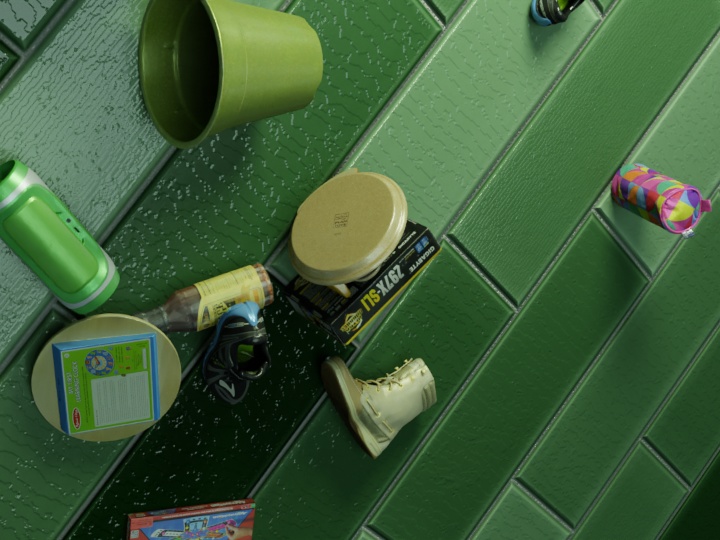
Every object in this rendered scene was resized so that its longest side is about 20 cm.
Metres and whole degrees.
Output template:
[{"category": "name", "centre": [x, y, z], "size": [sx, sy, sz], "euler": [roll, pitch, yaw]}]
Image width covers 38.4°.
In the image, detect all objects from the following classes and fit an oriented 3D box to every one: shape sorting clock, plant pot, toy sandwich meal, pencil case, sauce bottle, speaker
[{"category": "shape sorting clock", "centre": [-0.341, 0.145, 1.391], "size": [0.197, 0.039, 0.203], "euler": [-11, 122, -17]}, {"category": "plant pot", "centre": [-0.154, -0.265, 1.322], "size": [0.188, 0.199, 0.204], "euler": [-11, 111, -39]}, {"category": "toy sandwich meal", "centre": [-0.016, -0.053, 1.449], "size": [0.206, 0.204, 0.070], "euler": [-48, 138, -9]}, {"category": "pencil case", "centre": [0.495, -0.121, 1.723], "size": [0.087, 0.200, 0.090], "euler": [-4, 109, -13]}, {"category": "sauce bottle", "centre": [-0.219, 0.049, 1.437], "size": [0.197, 0.066, 0.067], "euler": [-21, 115, -19]}, {"category": "speaker", "centre": [-0.392, -0.040, 1.296], "size": [0.088, 0.088, 0.201], "euler": [-43, 121, -12]}]

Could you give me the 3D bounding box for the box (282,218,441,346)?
[{"category": "box", "centre": [0.000, 0.000, 1.494], "size": [0.200, 0.159, 0.050], "euler": [-45, 121, -12]}]

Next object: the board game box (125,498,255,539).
[{"category": "board game box", "centre": [-0.255, 0.404, 1.551], "size": [0.197, 0.019, 0.105], "euler": [-1, 106, -30]}]

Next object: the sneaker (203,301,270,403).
[{"category": "sneaker", "centre": [-0.171, 0.129, 1.439], "size": [0.070, 0.083, 0.201], "euler": [-12, 146, -27]}]

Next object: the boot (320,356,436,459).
[{"category": "boot", "centre": [0.033, 0.179, 1.619], "size": [0.155, 0.073, 0.202], "euler": [-37, 122, -15]}]

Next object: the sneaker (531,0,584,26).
[{"category": "sneaker", "centre": [0.344, -0.461, 1.599], "size": [0.070, 0.082, 0.201], "euler": [37, 85, -33]}]
